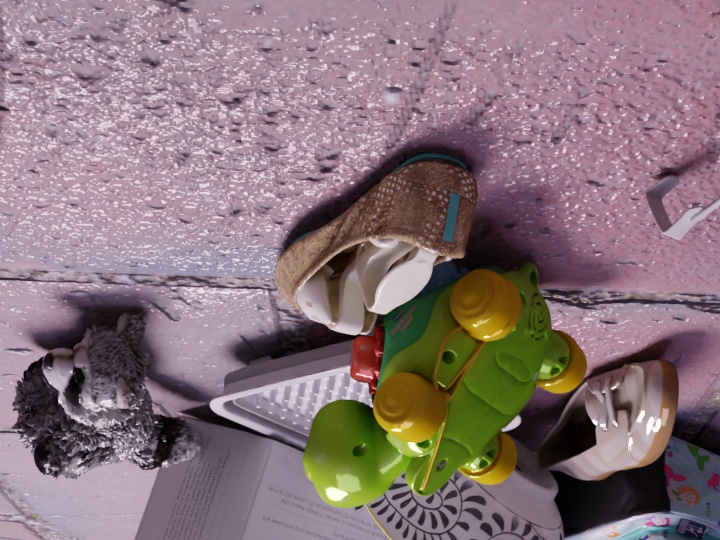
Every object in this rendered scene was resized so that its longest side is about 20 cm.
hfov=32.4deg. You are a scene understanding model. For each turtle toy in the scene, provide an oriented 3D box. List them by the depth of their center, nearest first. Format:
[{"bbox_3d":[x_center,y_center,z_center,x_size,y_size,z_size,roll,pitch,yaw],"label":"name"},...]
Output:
[{"bbox_3d":[0.044,0.072,0.782,0.101,0.200,0.146,38,180,39],"label":"turtle toy"}]

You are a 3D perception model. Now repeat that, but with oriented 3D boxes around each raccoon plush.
[{"bbox_3d":[-0.165,0.089,0.940,0.134,0.097,0.200,-29,161,32],"label":"raccoon plush"}]

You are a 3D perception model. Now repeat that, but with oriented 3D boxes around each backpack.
[{"bbox_3d":[0.273,0.227,1.091,0.200,0.151,0.177,12,152,-29],"label":"backpack"}]

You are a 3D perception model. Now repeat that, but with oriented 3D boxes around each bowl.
[{"bbox_3d":[0.102,0.189,1.033,0.200,0.201,0.094,27,105,-40],"label":"bowl"}]

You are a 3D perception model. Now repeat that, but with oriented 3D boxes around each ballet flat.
[{"bbox_3d":[0.000,0.000,0.730,0.070,0.065,0.200,13,152,-21],"label":"ballet flat"}]

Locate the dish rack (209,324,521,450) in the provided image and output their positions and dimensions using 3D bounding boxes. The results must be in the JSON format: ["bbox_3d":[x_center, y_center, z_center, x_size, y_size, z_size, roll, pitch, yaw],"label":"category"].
[{"bbox_3d":[0.004,0.092,0.946,0.200,0.044,0.171,-17,148,35],"label":"dish rack"}]

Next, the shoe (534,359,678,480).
[{"bbox_3d":[0.188,0.121,0.954,0.053,0.070,0.200,5,154,-10],"label":"shoe"}]

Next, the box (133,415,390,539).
[{"bbox_3d":[-0.085,0.254,1.076,0.130,0.201,0.199,6,163,42],"label":"box"}]

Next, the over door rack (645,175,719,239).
[{"bbox_3d":[0.273,-0.033,0.636,0.147,0.067,0.200,19,149,-29],"label":"over door rack"}]
